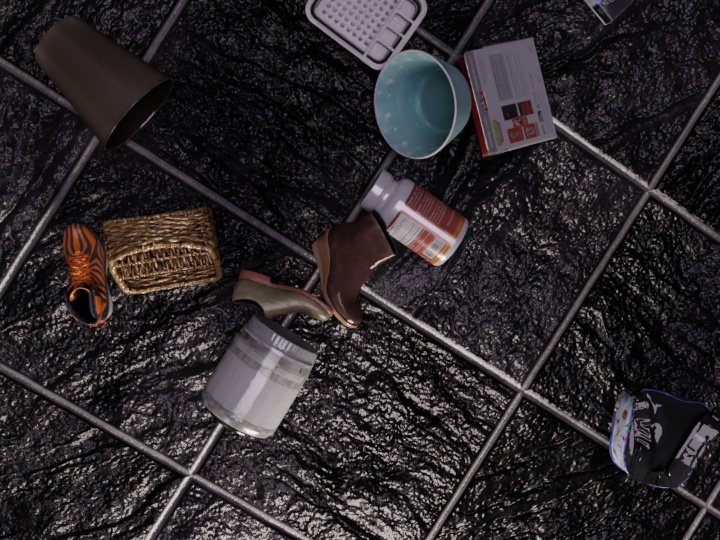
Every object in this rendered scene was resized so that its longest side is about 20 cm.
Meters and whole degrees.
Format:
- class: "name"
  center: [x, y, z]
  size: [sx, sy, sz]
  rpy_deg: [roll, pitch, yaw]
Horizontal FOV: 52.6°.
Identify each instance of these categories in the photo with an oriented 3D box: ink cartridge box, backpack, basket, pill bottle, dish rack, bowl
- class: "ink cartridge box"
  center: [0.541, -0.604, 1.476]
  size: [0.200, 0.039, 0.099]
  rpy_deg: [-45, 97, -2]
- class: "backpack"
  center: [0.601, 0.340, 1.496]
  size: [0.200, 0.154, 0.191]
  rpy_deg: [16, 86, 0]
- class: "ink cartridge box"
  center: [0.269, -0.331, 1.415]
  size: [0.175, 0.084, 0.200]
  rpy_deg: [-17, 96, -27]
- class: "basket"
  center: [-0.367, -0.033, 1.362]
  size: [0.200, 0.143, 0.149]
  rpy_deg: [-7, 94, -6]
- class: "basket"
  center: [-0.479, -0.352, 1.335]
  size: [0.200, 0.136, 0.180]
  rpy_deg: [42, 85, -4]
- class: "pill bottle"
  center: [0.102, -0.107, 1.425]
  size: [0.200, 0.112, 0.112]
  rpy_deg: [34, 90, -7]
- class: "dish rack"
  center: [0.010, -0.505, 1.420]
  size: [0.200, 0.044, 0.172]
  rpy_deg: [35, 91, -8]
- class: "bowl"
  center: [0.133, -0.319, 1.389]
  size: [0.105, 0.201, 0.201]
  rpy_deg: [-18, 97, -42]

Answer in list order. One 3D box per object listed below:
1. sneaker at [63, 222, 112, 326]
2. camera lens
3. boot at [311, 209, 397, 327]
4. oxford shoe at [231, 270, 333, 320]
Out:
- class: "sneaker"
  center: [-0.515, 0.008, 1.363]
  size: [0.077, 0.112, 0.200]
  rpy_deg: [-16, 96, -5]
- class: "camera lens"
  center: [-0.194, 0.204, 1.390]
  size: [0.160, 0.160, 0.200]
  rpy_deg: [31, 90, -8]
- class: "boot"
  center: [0.000, 0.000, 1.405]
  size: [0.166, 0.072, 0.200]
  rpy_deg: [-23, 90, 34]
- class: "oxford shoe"
  center: [-0.153, 0.068, 1.418]
  size: [0.200, 0.070, 0.075]
  rpy_deg: [19, 67, 5]
